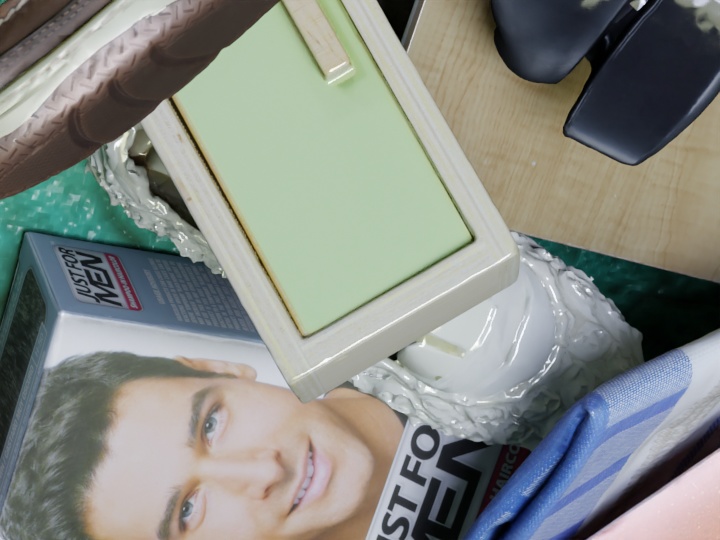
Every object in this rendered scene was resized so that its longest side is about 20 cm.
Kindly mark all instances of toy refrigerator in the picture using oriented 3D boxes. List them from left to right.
[{"bbox_3d":[-0.035,-0.069,0.833,0.076,0.070,0.201,-29,82,-1],"label":"toy refrigerator"}]

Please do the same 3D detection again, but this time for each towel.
[{"bbox_3d":[0.120,0.050,0.945,0.199,0.024,0.147,-21,157,-34],"label":"towel"}]

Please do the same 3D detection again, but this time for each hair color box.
[{"bbox_3d":[-0.025,0.057,0.974,0.199,0.061,0.099,9,114,-22],"label":"hair color box"}]

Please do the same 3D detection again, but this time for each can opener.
[{"bbox_3d":[0.098,-0.125,0.815,0.078,0.063,0.200,26,118,-9],"label":"can opener"}]

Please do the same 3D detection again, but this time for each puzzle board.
[{"bbox_3d":[0.091,-0.104,0.898,0.150,0.017,0.201,13,101,-30],"label":"puzzle board"}]

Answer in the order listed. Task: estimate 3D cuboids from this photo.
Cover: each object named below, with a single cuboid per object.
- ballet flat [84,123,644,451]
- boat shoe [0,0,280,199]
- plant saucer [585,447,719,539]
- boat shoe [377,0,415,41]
[{"bbox_3d":[0.000,0.000,0.902,0.199,0.072,0.072,28,106,-7],"label":"ballet flat"},{"bbox_3d":[-0.047,-0.102,0.769,0.202,0.075,0.075,-40,85,-15],"label":"boat shoe"},{"bbox_3d":[0.144,0.090,0.993,0.200,0.037,0.200,-34,161,2],"label":"plant saucer"},{"bbox_3d":[0.018,-0.089,0.909,0.073,0.063,0.202,-16,120,-10],"label":"boat shoe"}]
